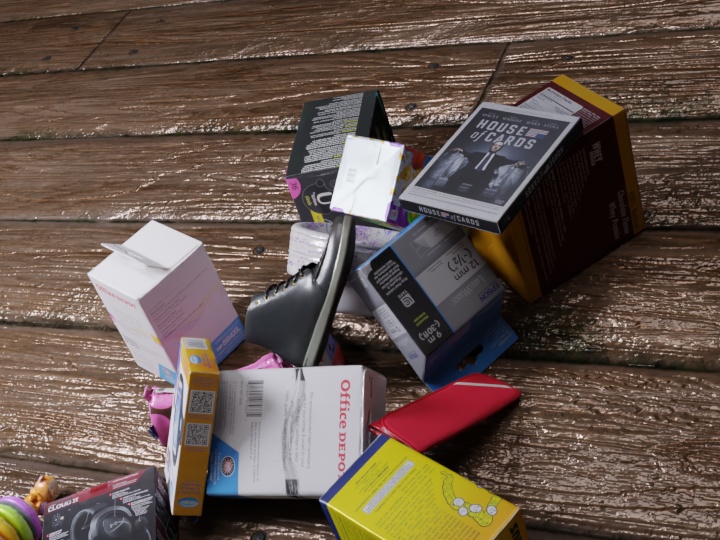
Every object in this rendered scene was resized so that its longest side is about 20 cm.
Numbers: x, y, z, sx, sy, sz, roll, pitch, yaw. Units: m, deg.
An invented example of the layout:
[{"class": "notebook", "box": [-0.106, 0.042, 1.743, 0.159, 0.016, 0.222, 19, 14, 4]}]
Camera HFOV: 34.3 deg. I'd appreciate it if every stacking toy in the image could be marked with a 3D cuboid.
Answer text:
[{"class": "stacking toy", "box": [-0.438, 0.323, 1.438, 0.108, 0.118, 0.200, 4, 30, 29]}]

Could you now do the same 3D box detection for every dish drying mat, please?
[{"class": "dish drying mat", "box": [0.101, 0.162, 1.350, 0.076, 0.019, 0.198, 25, 29, 36]}]

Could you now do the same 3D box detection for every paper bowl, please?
[{"class": "paper bowl", "box": [0.000, 0.000, 1.556, 0.197, 0.106, 0.201, 7, 6, -1]}]

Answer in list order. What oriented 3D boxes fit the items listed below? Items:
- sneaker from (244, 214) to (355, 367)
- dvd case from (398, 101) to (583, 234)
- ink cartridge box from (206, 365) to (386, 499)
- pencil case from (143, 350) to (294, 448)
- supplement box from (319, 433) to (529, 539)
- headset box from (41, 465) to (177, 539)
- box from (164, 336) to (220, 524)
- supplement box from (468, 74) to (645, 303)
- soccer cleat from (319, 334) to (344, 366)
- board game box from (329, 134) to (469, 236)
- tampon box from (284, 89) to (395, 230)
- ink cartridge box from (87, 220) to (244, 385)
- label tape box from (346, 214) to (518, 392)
[{"class": "sneaker", "box": [-0.076, 0.017, 1.432, 0.105, 0.203, 0.075, 19, 12, 6]}, {"class": "dvd case", "box": [0.160, -0.130, 1.420, 0.149, 0.025, 0.200, 16, 53, 38]}, {"class": "ink cartridge box", "box": [-0.073, 0.192, 1.365, 0.197, 0.084, 0.147, -4, 75, 22]}, {"class": "pencil case", "box": [-0.174, 0.162, 1.493, 0.197, 0.095, 0.091, -18, 27, 2]}, {"class": "supplement box", "box": [0.071, 0.277, 1.219, 0.198, 0.110, 0.109, 23, 55, 42]}, {"class": "headset box", "box": [-0.291, 0.330, 1.358, 0.147, 0.078, 0.201, -19, 36, 2]}, {"class": "box", "box": [-0.203, 0.194, 1.386, 0.041, 0.204, 0.119, 7, 14, -16]}, {"class": "supplement box", "box": [0.246, -0.109, 1.535, 0.198, 0.199, 0.133, -31, 39, -12]}, {"class": "soccer cleat", "box": [-0.084, 0.076, 1.569, 0.066, 0.077, 0.200, -31, 38, -13]}, {"class": "board game box", "box": [0.066, -0.107, 1.605, 0.102, 0.199, 0.107, 14, 90, 38]}, {"class": "tampon box", "box": [-0.022, -0.149, 1.755, 0.124, 0.151, 0.202, -8, 38, 16]}, {"class": "ink cartridge box", "box": [-0.267, 0.039, 1.602, 0.127, 0.202, 0.125, 21, 53, 41]}, {"class": "label tape box", "box": [0.099, 0.041, 1.429, 0.143, 0.201, 0.066, -38, -1, -21]}]
